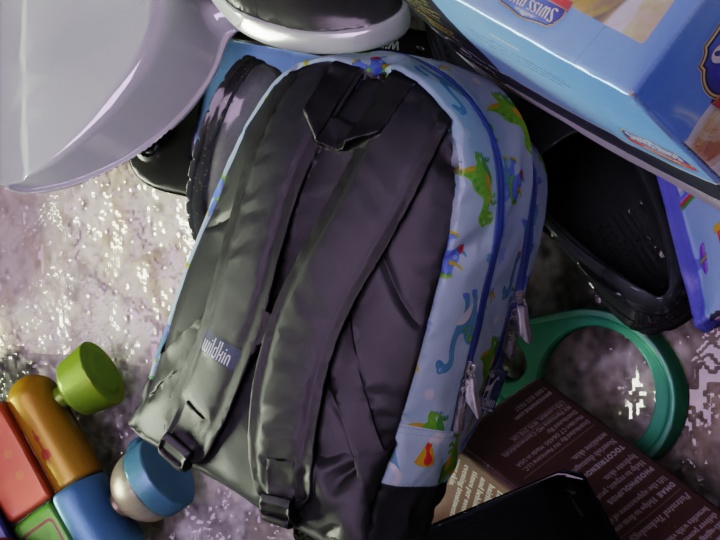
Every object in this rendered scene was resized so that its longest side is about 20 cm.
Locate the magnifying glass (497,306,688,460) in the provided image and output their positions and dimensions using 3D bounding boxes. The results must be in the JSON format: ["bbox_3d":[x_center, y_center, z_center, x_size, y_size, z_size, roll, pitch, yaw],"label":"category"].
[{"bbox_3d":[0.067,0.042,1.247,0.200,0.022,0.080,19,104,30],"label":"magnifying glass"}]

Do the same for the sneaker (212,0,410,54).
[{"bbox_3d":[-0.050,-0.180,1.221,0.200,0.071,0.099,40,147,40],"label":"sneaker"}]

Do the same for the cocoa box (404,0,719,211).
[{"bbox_3d":[0.117,-0.127,1.060,0.133,0.131,0.200,-54,44,-2],"label":"cocoa box"}]

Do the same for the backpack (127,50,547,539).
[{"bbox_3d":[0.000,0.000,1.131,0.163,0.154,0.200,22,114,37],"label":"backpack"}]

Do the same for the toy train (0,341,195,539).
[{"bbox_3d":[-0.179,0.075,1.374,0.116,0.085,0.200,-35,75,19],"label":"toy train"}]

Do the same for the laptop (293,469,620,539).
[{"bbox_3d":[0.070,0.181,1.188,0.103,0.200,0.177,-30,97,-11],"label":"laptop"}]

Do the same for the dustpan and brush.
[{"bbox_3d":[-0.095,-0.122,1.292,0.200,0.057,0.140,-24,55,30],"label":"dustpan and brush"}]

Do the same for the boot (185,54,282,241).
[{"bbox_3d":[-0.014,-0.002,1.239,0.131,0.070,0.200,15,122,21],"label":"boot"}]

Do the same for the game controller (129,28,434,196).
[{"bbox_3d":[-0.031,-0.078,1.286,0.200,0.042,0.104,13,101,30],"label":"game controller"}]

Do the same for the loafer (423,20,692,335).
[{"bbox_3d":[0.095,-0.060,1.184,0.068,0.070,0.201,-34,76,3],"label":"loafer"}]

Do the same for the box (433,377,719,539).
[{"bbox_3d":[0.126,0.150,1.170,0.200,0.075,0.100,38,138,25],"label":"box"}]

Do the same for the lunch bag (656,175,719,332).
[{"bbox_3d":[0.197,-0.092,1.123,0.150,0.094,0.200,-29,70,33],"label":"lunch bag"}]
